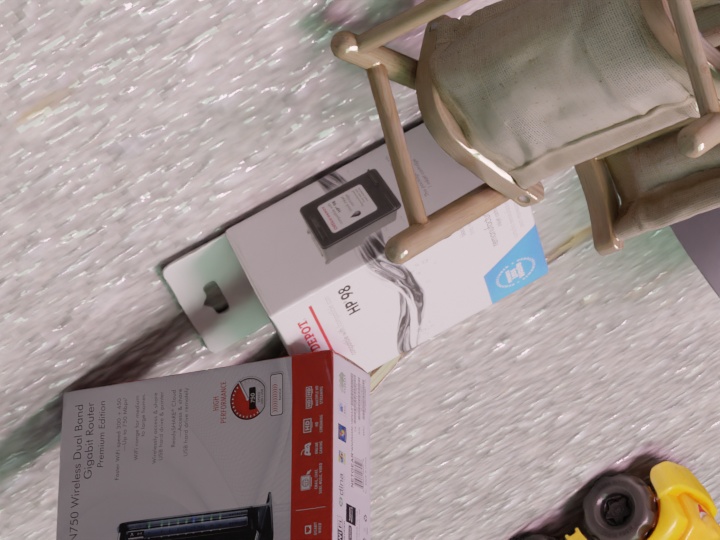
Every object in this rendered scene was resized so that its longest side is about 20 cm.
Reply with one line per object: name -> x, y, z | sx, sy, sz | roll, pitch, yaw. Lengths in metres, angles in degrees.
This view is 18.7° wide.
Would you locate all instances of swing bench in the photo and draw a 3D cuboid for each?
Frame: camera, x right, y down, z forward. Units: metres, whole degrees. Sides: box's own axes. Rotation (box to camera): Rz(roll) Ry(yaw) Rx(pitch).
swing bench -> 0.131, -0.091, 1.098 | 0.199, 0.130, 0.200 | -22, 168, 40

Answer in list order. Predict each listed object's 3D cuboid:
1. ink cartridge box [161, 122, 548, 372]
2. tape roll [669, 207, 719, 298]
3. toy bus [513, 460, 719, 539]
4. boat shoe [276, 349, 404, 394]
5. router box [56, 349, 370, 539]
ink cartridge box -> 0.000, 0.000, 1.245 | 0.200, 0.067, 0.116 | -29, 150, -2
tape roll -> 0.264, -0.002, 1.337 | 0.066, 0.201, 0.200 | -40, 148, 15
toy bus -> 0.217, 0.275, 1.709 | 0.200, 0.192, 0.136 | -39, 147, 11
boat shoe -> -0.046, 0.094, 1.346 | 0.200, 0.072, 0.076 | -36, 160, 8
router box -> -0.083, 0.157, 1.214 | 0.179, 0.201, 0.049 | -10, 157, 25
